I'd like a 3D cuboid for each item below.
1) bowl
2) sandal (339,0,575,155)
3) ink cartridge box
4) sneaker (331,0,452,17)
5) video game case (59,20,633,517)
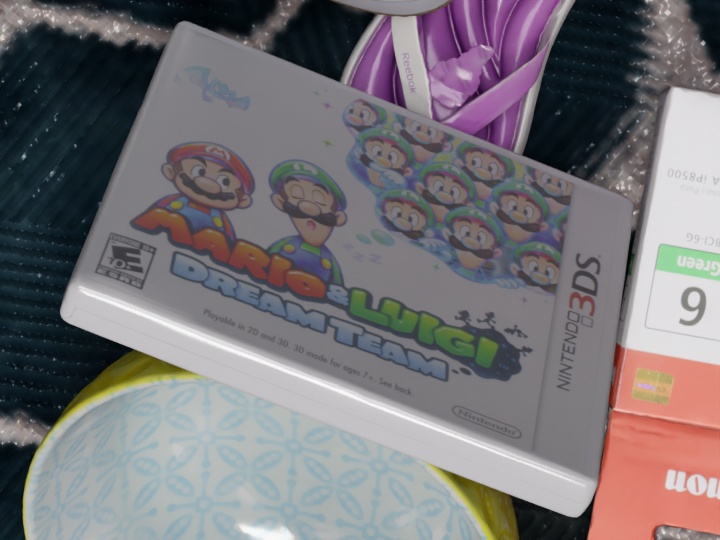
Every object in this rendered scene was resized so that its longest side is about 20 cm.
[{"bbox_3d":[-0.024,0.085,1.071,0.200,0.108,0.200,10,130,12],"label":"bowl"},{"bbox_3d":[0.044,-0.099,1.103,0.082,0.050,0.203,25,94,3],"label":"sandal"},{"bbox_3d":[0.159,0.032,1.102,0.109,0.050,0.200,10,91,2],"label":"ink cartridge box"},{"bbox_3d":[-0.059,-0.154,1.062,0.200,0.109,0.070,10,78,14],"label":"sneaker"},{"bbox_3d":[0.003,-0.006,1.016,0.200,0.182,0.024,21,127,-5],"label":"video game case"}]
